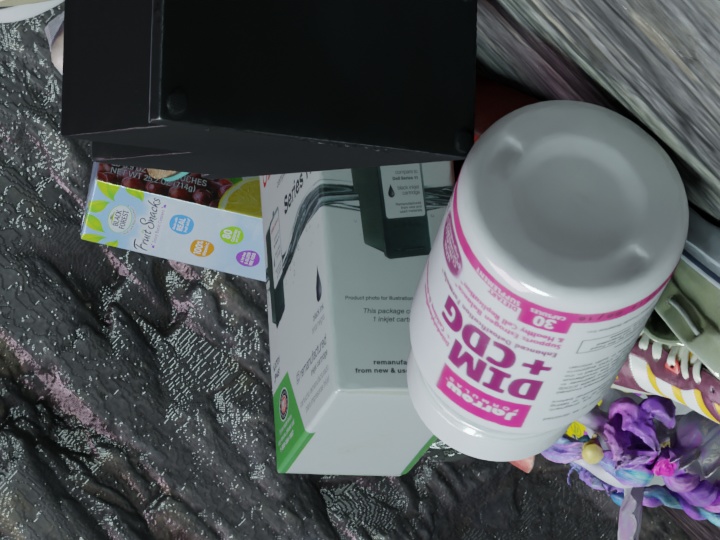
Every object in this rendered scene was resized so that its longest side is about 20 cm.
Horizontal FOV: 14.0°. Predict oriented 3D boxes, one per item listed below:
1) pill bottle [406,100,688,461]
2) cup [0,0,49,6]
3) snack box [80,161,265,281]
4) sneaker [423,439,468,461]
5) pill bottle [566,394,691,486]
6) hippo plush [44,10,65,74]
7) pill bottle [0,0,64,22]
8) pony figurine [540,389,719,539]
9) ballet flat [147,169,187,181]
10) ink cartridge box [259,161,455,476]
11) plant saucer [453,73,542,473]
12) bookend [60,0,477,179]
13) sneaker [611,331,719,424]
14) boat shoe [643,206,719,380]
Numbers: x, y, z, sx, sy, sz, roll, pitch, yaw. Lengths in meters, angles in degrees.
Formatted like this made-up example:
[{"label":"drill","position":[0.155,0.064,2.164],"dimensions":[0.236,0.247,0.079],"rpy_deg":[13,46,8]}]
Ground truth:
[{"label":"pill bottle","position":[0.086,0.012,1.465],"dimensions":[0.113,0.113,0.200],"rpy_deg":[43,153,14]},{"label":"cup","position":[-0.143,-0.223,1.461],"dimensions":[0.200,0.200,0.143],"rpy_deg":[42,-160,28]},{"label":"snack box","position":[-0.075,-0.078,1.960],"dimensions":[0.200,0.169,0.068],"rpy_deg":[14,137,-7]},{"label":"sneaker","position":[0.019,0.024,1.834],"dimensions":[0.200,0.076,0.091],"rpy_deg":[60,-161,-6]},{"label":"pill bottle","position":[0.161,0.061,2.050],"dimensions":[0.200,0.104,0.104],"rpy_deg":[42,178,38]},{"label":"hippo plush","position":[-0.102,-0.153,1.883],"dimensions":[0.161,0.159,0.200],"rpy_deg":[32,145,-13]},{"label":"pill bottle","position":[-0.223,-0.236,1.578],"dimensions":[0.112,0.112,0.200],"rpy_deg":[41,173,49]},{"label":"pony figurine","position":[0.160,0.106,1.731],"dimensions":[0.200,0.167,0.193],"rpy_deg":[32,-160,-2]},{"label":"ballet flat","position":[-0.095,-0.103,1.795],"dimensions":[0.065,0.071,0.200],"rpy_deg":[41,154,-17]},{"label":"ink cartridge box","position":[0.000,0.000,1.661],"dimensions":[0.147,0.083,0.200],"rpy_deg":[123,146,-63]},{"label":"plant saucer","position":[0.062,-0.005,1.662],"dimensions":[0.037,0.200,0.200],"rpy_deg":[3,-170,-14]},{"label":"bookend","position":[-0.081,-0.102,1.431],"dimensions":[0.198,0.092,0.200],"rpy_deg":[4,175,-42]},{"label":"sneaker","position":[0.185,0.042,1.574],"dimensions":[0.200,0.075,0.090],"rpy_deg":[26,167,10]},{"label":"boat shoe","position":[0.163,0.006,1.504],"dimensions":[0.072,0.062,0.200],"rpy_deg":[45,178,-19]}]
